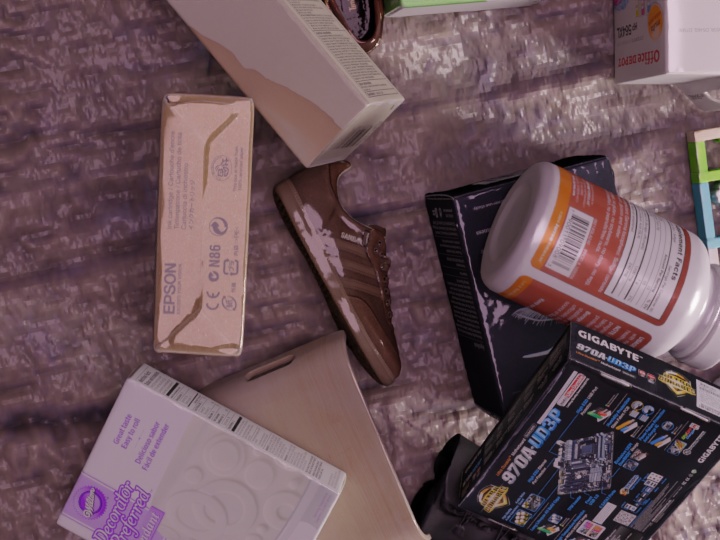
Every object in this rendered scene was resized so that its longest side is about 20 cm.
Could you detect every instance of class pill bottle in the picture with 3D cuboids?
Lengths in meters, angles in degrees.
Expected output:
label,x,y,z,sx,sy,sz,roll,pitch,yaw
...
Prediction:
label,x,y,z,sx,sy,sz,roll,pitch,yaw
pill bottle,0.206,0.002,1.210,0.199,0.112,0.113,25,88,-12

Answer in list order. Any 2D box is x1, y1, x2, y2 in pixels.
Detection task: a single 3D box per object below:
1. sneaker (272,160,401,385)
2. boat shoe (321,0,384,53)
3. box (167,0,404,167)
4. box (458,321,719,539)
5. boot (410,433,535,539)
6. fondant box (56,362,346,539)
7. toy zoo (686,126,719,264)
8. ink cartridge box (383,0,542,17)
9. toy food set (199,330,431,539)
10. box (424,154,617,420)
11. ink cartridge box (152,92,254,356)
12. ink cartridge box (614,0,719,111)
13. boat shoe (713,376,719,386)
label,x,y,z,sx,sy,sz,roll,pitch,yaw
sneaker,0.000,0.000,1.297,0.075,0.070,0.201,-29,98,-9
boat shoe,-0.017,-0.283,1.280,0.070,0.070,0.202,-16,95,-9
box,-0.065,-0.187,1.229,0.078,0.095,0.200,-43,81,21
box,0.193,0.151,1.236,0.158,0.046,0.201,23,128,-9
boot,0.163,0.196,1.347,0.199,0.066,0.166,26,86,-7
fondant box,-0.132,0.190,1.255,0.199,0.058,0.145,28,102,1
toy zoo,0.376,-0.038,1.392,0.130,0.020,0.202,-10,95,-10
ink cartridge box,0.085,-0.327,1.288,0.144,0.084,0.202,-7,94,-10
toy food set,-0.040,0.169,1.302,0.142,0.060,0.202,-22,96,12
box,0.156,0.013,1.310,0.147,0.104,0.202,-14,96,-10
ink cartridge box,-0.129,-0.038,1.222,0.074,0.165,0.202,2,92,-8
ink cartridge box,0.299,-0.241,1.312,0.124,0.129,0.202,-1,93,-10
boat shoe,0.420,0.140,1.386,0.198,0.066,0.071,18,89,-11
